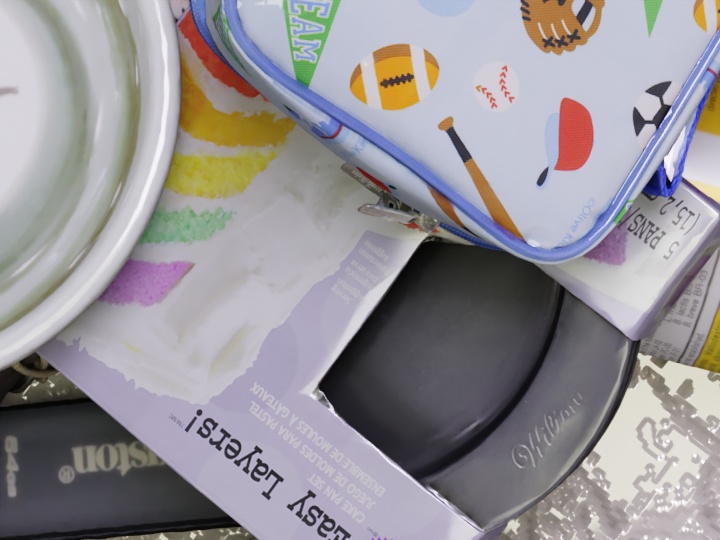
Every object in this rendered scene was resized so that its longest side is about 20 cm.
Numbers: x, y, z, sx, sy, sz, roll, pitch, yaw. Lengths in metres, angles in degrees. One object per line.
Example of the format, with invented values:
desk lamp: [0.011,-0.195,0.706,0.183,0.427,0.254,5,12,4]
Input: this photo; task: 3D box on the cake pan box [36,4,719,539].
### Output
cake pan box: [0.000,0.000,0.810,0.200,0.052,0.185,40,100,12]

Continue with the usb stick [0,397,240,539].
usb stick: [-0.067,0.071,0.907,0.199,0.033,0.056,-7,91,15]

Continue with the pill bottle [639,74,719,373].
pill bottle: [0.120,-0.023,0.868,0.199,0.113,0.114,14,94,2]

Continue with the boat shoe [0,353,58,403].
boat shoe: [-0.136,0.011,0.884,0.073,0.074,0.201,8,91,1]

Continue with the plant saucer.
plant saucer: [-0.155,-0.055,0.802,0.199,0.050,0.202,-1,82,6]

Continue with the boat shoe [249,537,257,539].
boat shoe: [-0.040,0.130,0.894,0.199,0.072,0.076,-14,47,-3]

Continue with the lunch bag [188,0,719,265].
lunch bag: [0.051,-0.105,0.726,0.160,0.076,0.201,34,87,-16]

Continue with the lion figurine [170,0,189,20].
lion figurine: [-0.087,-0.142,0.866,0.199,0.072,0.123,-8,123,-31]
